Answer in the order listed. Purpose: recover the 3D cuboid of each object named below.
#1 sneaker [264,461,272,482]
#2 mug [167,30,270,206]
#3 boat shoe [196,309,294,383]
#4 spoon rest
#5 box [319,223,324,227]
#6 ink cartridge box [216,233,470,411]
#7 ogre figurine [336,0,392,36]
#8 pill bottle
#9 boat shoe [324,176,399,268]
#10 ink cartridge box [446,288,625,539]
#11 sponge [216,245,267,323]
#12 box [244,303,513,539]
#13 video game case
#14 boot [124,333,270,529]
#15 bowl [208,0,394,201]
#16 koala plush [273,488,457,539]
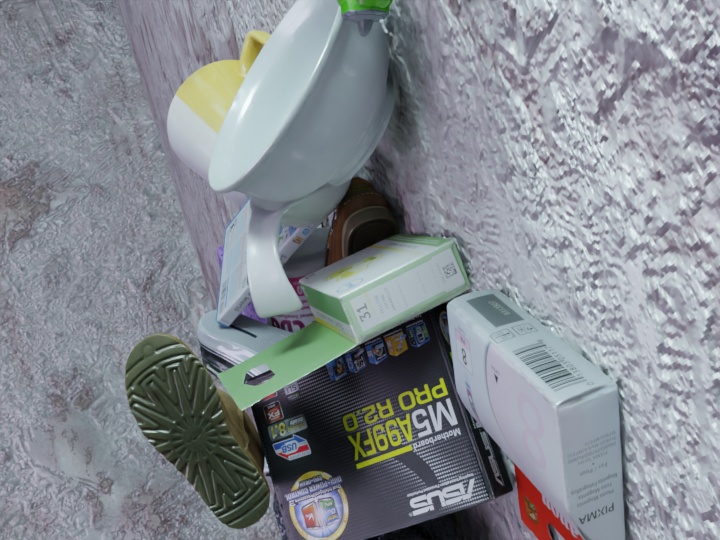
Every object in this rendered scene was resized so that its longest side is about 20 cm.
[{"bbox_3d":[-0.028,0.227,1.072,0.075,0.197,0.116,-78,-25,-59],"label":"sneaker"},{"bbox_3d":[-0.139,-0.164,1.166,0.153,0.148,0.188,48,158,45],"label":"mug"},{"bbox_3d":[-0.086,0.106,1.031,0.199,0.072,0.072,26,133,28],"label":"boat shoe"},{"bbox_3d":[-0.059,-0.048,0.845,0.201,0.098,0.061,-79,-31,-51],"label":"spoon rest"},{"bbox_3d":[-0.081,0.035,1.248,0.176,0.096,0.203,-169,65,-77],"label":"box"},{"bbox_3d":[-0.026,0.033,0.796,0.048,0.198,0.145,67,167,-10],"label":"ink cartridge box"},{"bbox_3d":[-0.001,-0.241,0.617,0.201,0.097,0.120,55,147,25],"label":"ogre figurine"},{"bbox_3d":[-0.045,0.065,1.092,0.113,0.112,0.202,-136,32,-64],"label":"pill bottle"},{"bbox_3d":[0.000,0.000,0.953,0.201,0.071,0.068,103,154,-43],"label":"boat shoe"},{"bbox_3d":[0.118,0.133,0.662,0.163,0.056,0.202,-135,36,-63],"label":"ink cartridge box"},{"bbox_3d":[-0.147,0.048,1.265,0.200,0.029,0.113,-129,27,-64],"label":"sponge"},{"bbox_3d":[0.009,0.136,0.823,0.044,0.198,0.162,4,-115,-59],"label":"box"},{"bbox_3d":[-0.089,-0.052,1.018,0.200,0.018,0.144,-46,31,35],"label":"video game case"},{"bbox_3d":[-0.137,0.126,0.850,0.177,0.066,0.200,63,175,-6],"label":"boot"},{"bbox_3d":[-0.035,-0.132,0.798,0.201,0.090,0.202,-47,26,32],"label":"bowl"},{"bbox_3d":[0.040,0.276,0.910,0.200,0.176,0.185,54,168,53],"label":"koala plush"}]
